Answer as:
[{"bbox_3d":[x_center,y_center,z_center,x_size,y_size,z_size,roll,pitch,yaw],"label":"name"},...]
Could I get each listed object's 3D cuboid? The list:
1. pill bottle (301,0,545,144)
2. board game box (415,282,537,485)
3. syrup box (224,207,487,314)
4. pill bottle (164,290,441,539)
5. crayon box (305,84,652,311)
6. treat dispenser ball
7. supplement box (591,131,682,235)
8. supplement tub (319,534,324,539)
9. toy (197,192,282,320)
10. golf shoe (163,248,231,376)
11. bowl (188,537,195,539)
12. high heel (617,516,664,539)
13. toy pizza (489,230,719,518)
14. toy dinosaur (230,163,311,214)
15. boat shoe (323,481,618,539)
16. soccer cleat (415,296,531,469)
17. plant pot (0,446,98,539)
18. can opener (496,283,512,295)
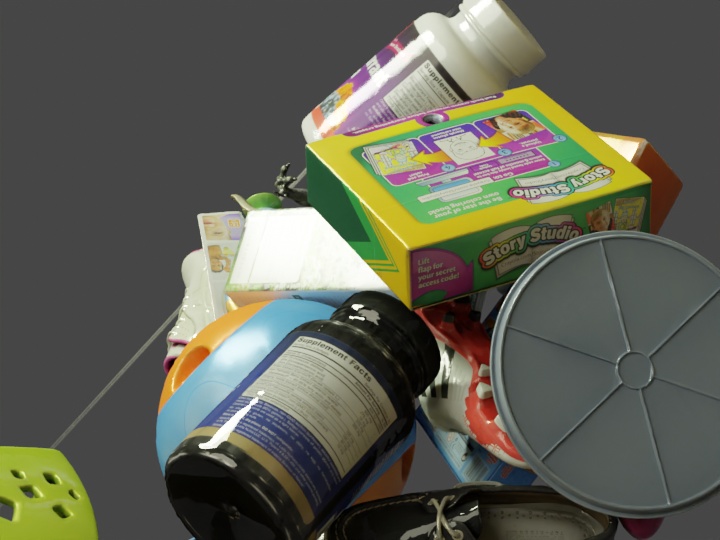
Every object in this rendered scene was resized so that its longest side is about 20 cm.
[{"bbox_3d":[0.057,-0.149,1.693,0.200,0.111,0.112,-40,41,11],"label":"pill bottle"},{"bbox_3d":[0.130,0.067,1.473,0.200,0.037,0.151,-54,25,9],"label":"board game box"},{"bbox_3d":[0.000,0.000,1.568,0.200,0.081,0.079,-1,61,32],"label":"syrup box"},{"bbox_3d":[-0.033,0.105,1.353,0.112,0.112,0.200,0,35,43],"label":"pill bottle"},{"bbox_3d":[0.085,-0.057,1.454,0.200,0.058,0.173,-16,36,-21],"label":"crayon box"},{"bbox_3d":[-0.057,0.122,1.520,0.201,0.201,0.201,-24,46,28],"label":"treat dispenser ball"},{"bbox_3d":[0.155,-0.073,1.581,0.200,0.069,0.067,15,70,46],"label":"supplement box"},{"bbox_3d":[0.009,0.289,1.374,0.145,0.145,0.200,-25,46,27],"label":"supplement tub"},{"bbox_3d":[-0.071,0.004,1.696,0.115,0.047,0.200,-2,41,-11],"label":"toy"},{"bbox_3d":[-0.136,0.049,1.727,0.091,0.075,0.200,-13,38,-15],"label":"golf shoe"},{"bbox_3d":[-0.119,0.303,1.564,0.200,0.039,0.201,-24,46,28],"label":"bowl"},{"bbox_3d":[0.221,0.091,1.386,0.096,0.067,0.200,-28,41,37],"label":"high heel"},{"bbox_3d":[0.183,0.071,1.354,0.032,0.200,0.201,125,169,-72],"label":"toy pizza"},{"bbox_3d":[-0.034,-0.046,1.670,0.200,0.088,0.048,16,74,19],"label":"toy dinosaur"},{"bbox_3d":[0.076,0.177,1.344,0.060,0.199,0.074,106,167,-55],"label":"boat shoe"},{"bbox_3d":[0.083,0.093,1.420,0.200,0.068,0.085,-127,42,-50],"label":"soccer cleat"},{"bbox_3d":[-0.312,0.272,1.613,0.181,0.200,0.199,37,115,43],"label":"plant pot"},{"bbox_3d":[0.080,0.000,1.602,0.200,0.053,0.067,-19,55,35],"label":"can opener"}]
